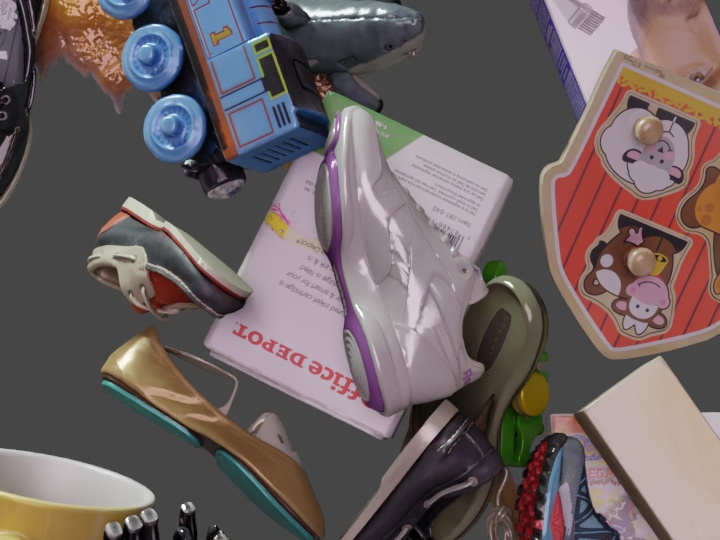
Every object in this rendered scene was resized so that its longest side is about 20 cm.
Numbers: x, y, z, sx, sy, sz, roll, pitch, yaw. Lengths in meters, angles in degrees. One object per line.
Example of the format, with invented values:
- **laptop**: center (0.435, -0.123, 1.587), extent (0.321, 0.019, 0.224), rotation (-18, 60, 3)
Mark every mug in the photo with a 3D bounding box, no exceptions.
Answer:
- **mug**: center (-0.238, 0.211, 0.971), extent (0.148, 0.186, 0.155), rotation (15, 93, 33)

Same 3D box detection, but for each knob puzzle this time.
- **knob puzzle**: center (0.215, -0.027, 1.012), extent (0.217, 0.030, 0.222), rotation (-2, 105, -6)

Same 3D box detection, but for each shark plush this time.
- **shark plush**: center (-0.049, -0.188, 1.051), extent (0.198, 0.083, 0.092), rotation (22, 86, 6)

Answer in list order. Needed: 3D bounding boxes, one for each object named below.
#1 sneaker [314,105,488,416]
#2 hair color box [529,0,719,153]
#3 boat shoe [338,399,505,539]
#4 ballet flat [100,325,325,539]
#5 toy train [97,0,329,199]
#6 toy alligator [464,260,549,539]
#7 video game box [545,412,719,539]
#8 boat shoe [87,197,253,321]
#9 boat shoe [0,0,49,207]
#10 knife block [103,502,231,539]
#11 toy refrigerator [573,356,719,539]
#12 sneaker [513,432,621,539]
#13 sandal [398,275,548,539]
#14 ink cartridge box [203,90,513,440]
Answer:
- **sneaker**: center (0.027, -0.010, 0.956), extent (0.099, 0.075, 0.202), rotation (-11, 87, -13)
- **hair color box**: center (0.186, -0.189, 1.051), extent (0.108, 0.065, 0.202), rotation (-21, 84, 0)
- **boat shoe**: center (0.023, 0.179, 0.961), extent (0.063, 0.073, 0.201), rotation (36, 112, 7)
- **ballet flat**: center (-0.092, 0.110, 1.027), extent (0.199, 0.069, 0.063), rotation (37, 72, 5)
- **toy train**: center (-0.100, -0.152, 0.986), extent (0.113, 0.087, 0.202), rotation (-23, 79, 14)
- **toy alligator**: center (0.110, 0.094, 1.028), extent (0.054, 0.059, 0.202), rotation (-2, 89, -42)
- **video game box**: center (0.230, 0.190, 1.010), extent (0.198, 0.047, 0.184), rotation (-1, 81, 3)
- **boat shoe**: center (-0.134, 0.002, 0.987), extent (0.071, 0.200, 0.063), rotation (43, 82, -30)
- **boat shoe**: center (-0.273, -0.141, 1.065), extent (0.074, 0.066, 0.201), rotation (15, 84, 4)
- **knife block**: center (-0.135, 0.259, 0.958), extent (0.201, 0.175, 0.064), rotation (-54, 40, -4)
- **toy refrigerator**: center (0.227, 0.157, 0.954), extent (0.070, 0.076, 0.201), rotation (-33, 81, -2)
- **sneaker**: center (0.154, 0.206, 0.962), extent (0.095, 0.079, 0.202), rotation (-4, 90, -6)
- **sandal**: center (0.063, 0.095, 0.993), extent (0.080, 0.057, 0.203), rotation (31, 111, 37)
- **ink cartridge box**: center (0.000, 0.000, 1.025), extent (0.144, 0.084, 0.201), rotation (26, 84, 6)
